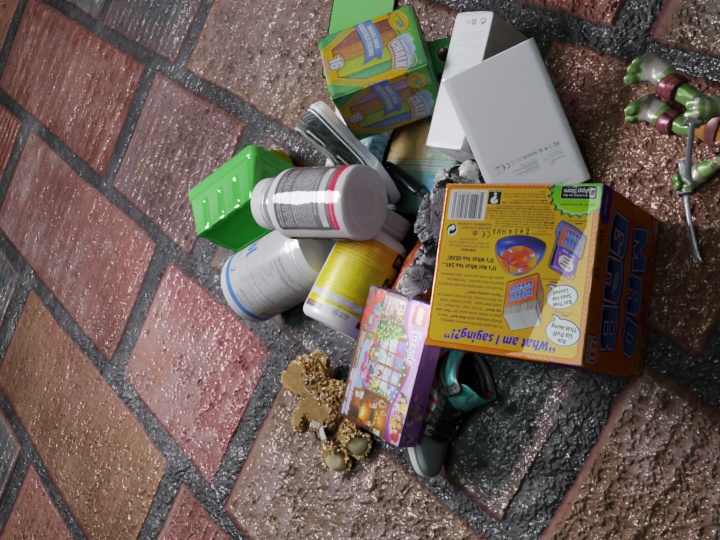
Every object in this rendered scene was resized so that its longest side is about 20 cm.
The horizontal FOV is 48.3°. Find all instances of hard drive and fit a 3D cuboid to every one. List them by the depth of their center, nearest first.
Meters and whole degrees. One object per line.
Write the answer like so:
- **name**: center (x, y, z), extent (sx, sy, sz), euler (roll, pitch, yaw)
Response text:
- **hard drive**: center (0.210, -0.191, 1.082), extent (0.132, 0.026, 0.200), euler (-22, 98, 21)

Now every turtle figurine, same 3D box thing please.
- **turtle figurine**: center (0.372, -0.155, 0.934), extent (0.200, 0.144, 0.194), euler (-53, 47, 16)

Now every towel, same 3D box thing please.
- **towel**: center (0.102, -0.183, 1.271), extent (0.147, 0.022, 0.200), euler (13, 87, 42)

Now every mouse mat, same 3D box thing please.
- **mouse mat**: center (0.000, -0.445, 1.431), extent (0.161, 0.008, 0.200), euler (4, 82, 43)

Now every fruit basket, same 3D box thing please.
- **fruit basket**: center (-0.189, -0.153, 1.418), extent (0.215, 0.155, 0.216), euler (-28, 49, 38)

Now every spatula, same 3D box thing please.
- **spatula**: center (0.097, -0.117, 1.222), extent (0.057, 0.021, 0.200), euler (-43, 51, -10)

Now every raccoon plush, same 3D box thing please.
- **raccoon plush**: center (0.104, -0.070, 1.136), extent (0.200, 0.097, 0.134), euler (-45, 12, 11)

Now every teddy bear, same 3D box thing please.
- **teddy bear**: center (-0.050, 0.227, 1.297), extent (0.200, 0.067, 0.145), euler (43, 119, 32)

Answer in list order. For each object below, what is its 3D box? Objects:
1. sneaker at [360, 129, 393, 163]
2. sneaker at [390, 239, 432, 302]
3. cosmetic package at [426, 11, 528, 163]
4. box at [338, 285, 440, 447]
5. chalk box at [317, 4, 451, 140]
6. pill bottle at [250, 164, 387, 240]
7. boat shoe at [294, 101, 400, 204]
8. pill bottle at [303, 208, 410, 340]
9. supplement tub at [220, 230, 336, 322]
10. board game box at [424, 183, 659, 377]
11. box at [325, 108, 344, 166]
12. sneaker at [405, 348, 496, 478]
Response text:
- **sneaker**: center (0.019, -0.224, 1.311), extent (0.082, 0.074, 0.200), euler (-15, 70, 54)
- **sneaker**: center (0.084, 0.023, 1.221), extent (0.200, 0.073, 0.077), euler (-57, 21, 20)
- **cosmetic package**: center (0.171, -0.261, 1.171), extent (0.074, 0.102, 0.200), euler (14, 89, 44)
- **box**: center (0.045, 0.133, 1.142), extent (0.137, 0.039, 0.200), euler (17, 94, 49)
- **chalk box**: center (0.055, -0.307, 1.227), extent (0.200, 0.124, 0.125), euler (-19, 62, 11)
- **pill bottle**: center (-0.068, -0.101, 1.204), extent (0.200, 0.111, 0.111), euler (3, 83, 39)
- **boat shoe**: center (-0.023, -0.168, 1.249), extent (0.071, 0.200, 0.072), euler (-45, 10, -4)
- **pill bottle**: center (0.000, 0.000, 1.247), extent (0.109, 0.109, 0.200), euler (22, 82, 43)
- **supplement tub**: center (-0.130, -0.003, 1.366), extent (0.200, 0.132, 0.132), euler (-28, 63, 34)
- **board game box**: center (0.225, 0.013, 0.979), extent (0.200, 0.200, 0.200), euler (5, 84, 37)
- **box**: center (-0.029, -0.205, 1.381), extent (0.039, 0.041, 0.200), euler (7, 87, 43)
- **sneaker**: center (0.131, 0.192, 1.122), extent (0.121, 0.084, 0.200), euler (-8, 74, 51)
